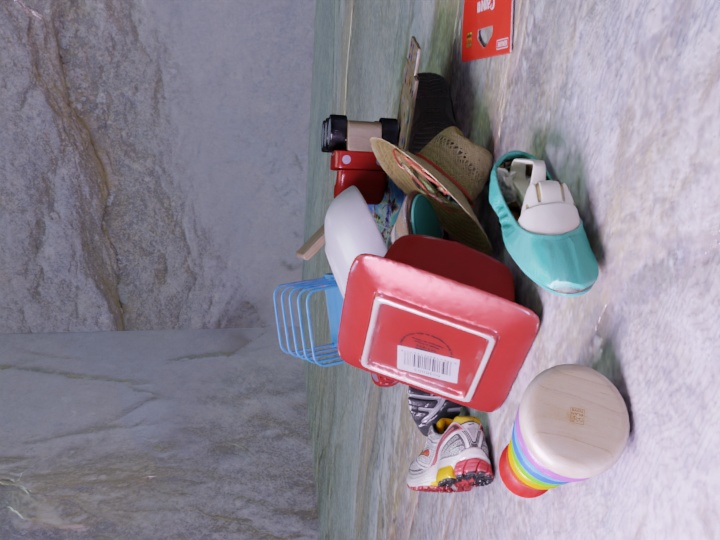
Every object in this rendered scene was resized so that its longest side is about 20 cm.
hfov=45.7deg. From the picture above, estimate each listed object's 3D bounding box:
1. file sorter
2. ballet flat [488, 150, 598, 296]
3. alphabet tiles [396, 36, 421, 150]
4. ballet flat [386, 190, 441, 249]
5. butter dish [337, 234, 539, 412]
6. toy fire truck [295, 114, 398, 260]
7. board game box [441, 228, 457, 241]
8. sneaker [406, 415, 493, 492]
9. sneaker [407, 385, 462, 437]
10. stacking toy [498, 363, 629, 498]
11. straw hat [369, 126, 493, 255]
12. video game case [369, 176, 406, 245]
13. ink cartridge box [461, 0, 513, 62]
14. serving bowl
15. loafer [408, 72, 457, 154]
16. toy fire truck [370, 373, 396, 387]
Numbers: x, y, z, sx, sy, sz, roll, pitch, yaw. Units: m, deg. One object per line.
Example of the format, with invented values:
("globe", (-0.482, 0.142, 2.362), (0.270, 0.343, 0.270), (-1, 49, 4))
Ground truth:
("file sorter", (-0.065, 0.087, 1.507), (0.199, 0.120, 0.142), (-177, 78, -67))
("ballet flat", (0.151, -0.053, 0.738), (0.201, 0.066, 0.072), (-104, 8, -62))
("alphabet tiles", (0.060, -0.214, 1.123), (0.201, 0.006, 0.170), (-90, 8, -69))
("ballet flat", (0.070, -0.017, 1.022), (0.069, 0.066, 0.201), (-63, -38, -32))
("butter dish", (0.088, 0.032, 0.924), (0.201, 0.196, 0.149), (101, -172, -51))
("toy fire truck", (-0.024, -0.113, 1.217), (0.176, 0.126, 0.205), (-143, 55, -80))
("board game box", (0.108, -0.085, 1.204), (0.104, 0.019, 0.203), (101, 166, -49))
("sneaker", (0.112, 0.229, 1.057), (0.200, 0.076, 0.084), (130, 144, -63))
("sneaker", (0.100, 0.117, 1.128), (0.090, 0.076, 0.205), (91, -178, -79))
("stacking toy", (0.154, 0.150, 0.721), (0.201, 0.083, 0.087), (99, 168, -65))
("straw hat", (0.105, -0.114, 0.974), (0.085, 0.201, 0.201), (-48, 8, -4))
("video game case", (0.044, -0.050, 1.235), (0.182, 0.045, 0.203), (127, 145, -46))
("ink cartridge box", (0.128, -0.334, 0.973), (0.200, 0.043, 0.178), (-129, 41, -77))
("serving bowl", (0.000, 0.000, 1.078), (0.200, 0.065, 0.203), (157, 91, -86))
("loafer", (0.094, -0.174, 1.142), (0.070, 0.073, 0.203), (95, 180, -55))
("toy fire truck", (0.017, 0.120, 1.544), (0.141, 0.048, 0.204), (130, 127, -62))
